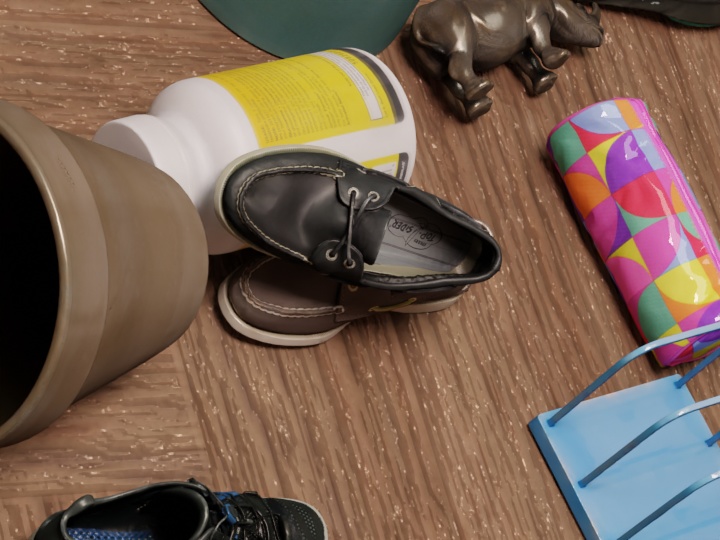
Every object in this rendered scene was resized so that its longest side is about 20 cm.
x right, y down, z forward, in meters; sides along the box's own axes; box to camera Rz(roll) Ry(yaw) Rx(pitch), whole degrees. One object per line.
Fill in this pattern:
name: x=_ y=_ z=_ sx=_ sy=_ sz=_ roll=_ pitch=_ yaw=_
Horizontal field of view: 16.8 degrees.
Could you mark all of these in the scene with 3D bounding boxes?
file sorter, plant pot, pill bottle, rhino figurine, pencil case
file sorter: x=0.233 y=0.147 z=1.592 sx=0.138 sy=0.123 sz=0.201 roll=-13 pitch=69 yaw=-37
plant pot: x=-0.014 y=-0.268 z=1.680 sx=0.200 sy=0.161 sz=0.201 roll=17 pitch=53 yaw=-24
pill bottle: x=-0.070 y=-0.073 z=1.547 sx=0.200 sy=0.112 sz=0.112 roll=-15 pitch=70 yaw=-39
plant pot: x=-0.184 y=-0.003 z=1.392 sx=0.173 sy=0.200 sz=0.200 roll=-8 pitch=64 yaw=-54
rhino figurine: x=0.113 y=-0.174 z=1.769 sx=0.200 sy=0.060 sz=0.088 roll=-23 pitch=70 yaw=-43
pencil case: x=0.209 y=-0.029 z=1.720 sx=0.088 sy=0.088 sz=0.200 roll=-16 pitch=69 yaw=-39

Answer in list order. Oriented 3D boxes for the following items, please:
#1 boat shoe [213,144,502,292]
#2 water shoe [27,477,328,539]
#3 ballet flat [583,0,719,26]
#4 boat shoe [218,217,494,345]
boat shoe: x=0.005 y=-0.025 z=1.495 sx=0.199 sy=0.066 sz=0.075 roll=21 pitch=91 yaw=-35
water shoe: x=-0.092 y=0.158 z=1.401 sx=0.199 sy=0.079 sz=0.072 roll=-4 pitch=63 yaw=-35
ballet flat: x=0.234 y=-0.230 z=1.879 sx=0.199 sy=0.068 sz=0.068 roll=1 pitch=60 yaw=-33
boat shoe: x=0.000 y=0.000 z=1.579 sx=0.199 sy=0.060 sz=0.072 roll=-8 pitch=67 yaw=-36
